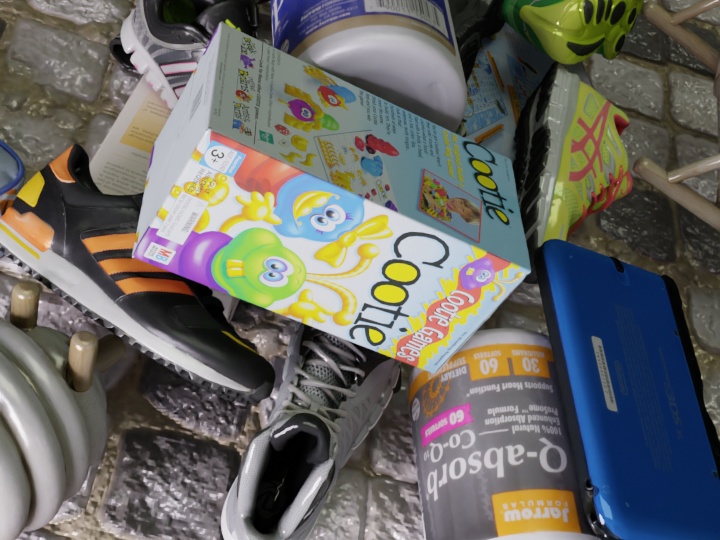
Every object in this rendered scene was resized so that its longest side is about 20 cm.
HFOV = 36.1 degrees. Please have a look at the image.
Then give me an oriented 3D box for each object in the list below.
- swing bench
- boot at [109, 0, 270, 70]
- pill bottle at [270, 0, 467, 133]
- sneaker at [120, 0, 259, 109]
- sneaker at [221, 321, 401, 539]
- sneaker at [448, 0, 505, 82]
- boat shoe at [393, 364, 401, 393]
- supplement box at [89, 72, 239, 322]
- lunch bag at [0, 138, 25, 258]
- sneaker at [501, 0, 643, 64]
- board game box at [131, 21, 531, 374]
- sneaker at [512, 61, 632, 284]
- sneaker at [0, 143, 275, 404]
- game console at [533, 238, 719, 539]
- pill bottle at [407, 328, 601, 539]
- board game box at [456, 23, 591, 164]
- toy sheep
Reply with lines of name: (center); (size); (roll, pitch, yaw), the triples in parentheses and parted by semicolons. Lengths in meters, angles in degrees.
swing bench: (0.323, -0.109, 0.888); (0.200, 0.129, 0.200); (44, 42, -34)
boot: (-0.096, -0.212, 0.891); (0.198, 0.068, 0.131); (-4, 54, 13)
pill bottle: (-0.001, -0.175, 0.733); (0.119, 0.120, 0.201); (5, 52, -15)
sneaker: (-0.091, -0.135, 0.750); (0.074, 0.088, 0.200); (-28, 68, -34)
sneaker: (-0.020, 0.080, 0.658); (0.075, 0.116, 0.201); (22, 74, 0)
sneaker: (0.058, -0.195, 0.852); (0.090, 0.076, 0.200); (25, 49, 11)
boat shoe: (0.000, 0.000, 0.794); (0.056, 0.069, 0.201); (8, 61, -12)
supplement box: (-0.122, -0.057, 0.786); (0.125, 0.074, 0.201); (21, 50, -2)
lunch bag: (-0.323, -0.042, 0.709); (0.160, 0.076, 0.200); (36, 53, 12)
sneaker: (0.173, -0.213, 0.884); (0.083, 0.074, 0.200); (32, 24, 19)
board game box: (-0.016, -0.037, 0.643); (0.199, 0.103, 0.105); (22, 39, -21)
sneaker: (0.156, -0.066, 0.798); (0.090, 0.078, 0.201); (26, 53, -8)
sneaker: (-0.122, -0.003, 0.649); (0.199, 0.070, 0.090); (31, 81, 14)
game console: (0.163, 0.106, 0.708); (0.170, 0.118, 0.201); (17, 49, -28)
pill bottle: (0.095, 0.147, 0.685); (0.115, 0.117, 0.201); (5, 54, -15)
board game box: (0.096, -0.144, 0.896); (0.198, 0.041, 0.201); (1, 59, -21)
toy sheep: (-0.206, 0.085, 0.620); (0.138, 0.138, 0.200); (45, 46, 16)
